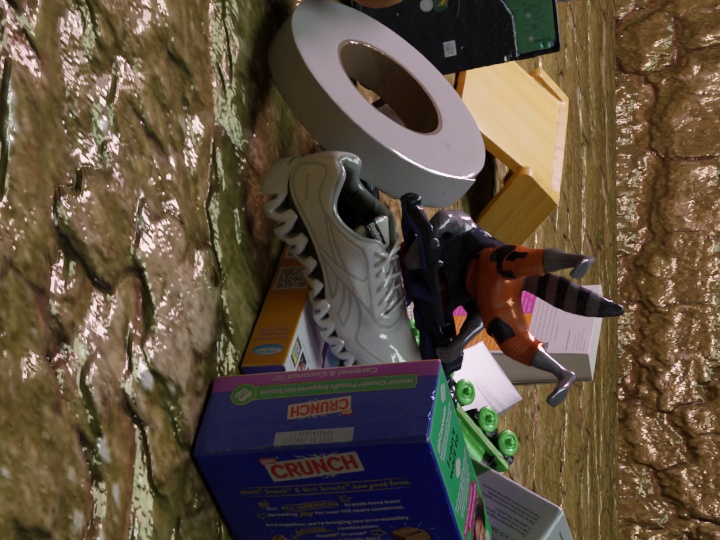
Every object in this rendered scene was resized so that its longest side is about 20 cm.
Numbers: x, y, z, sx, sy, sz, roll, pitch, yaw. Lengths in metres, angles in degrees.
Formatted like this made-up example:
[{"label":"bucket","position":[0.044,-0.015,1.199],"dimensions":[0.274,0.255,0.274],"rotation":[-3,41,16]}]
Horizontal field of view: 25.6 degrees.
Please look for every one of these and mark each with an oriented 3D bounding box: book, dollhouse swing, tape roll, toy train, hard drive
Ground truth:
[{"label":"book","position":[0.141,0.063,1.606],"dimensions":[0.134,0.198,0.048],"rotation":[-67,148,-56]},{"label":"dollhouse swing","position":[0.161,-0.162,2.013],"dimensions":[0.182,0.174,0.201],"rotation":[-50,-159,45]},{"label":"tape roll","position":[0.015,-0.136,1.279],"dimensions":[0.202,0.037,0.204],"rotation":[32,30,-21]},{"label":"toy train","position":[0.059,0.102,1.315],"dimensions":[0.200,0.042,0.057],"rotation":[50,51,-16]},{"label":"hard drive","position":[0.086,-0.258,1.497],"dimensions":[0.038,0.198,0.141],"rotation":[-131,-151,-68]}]

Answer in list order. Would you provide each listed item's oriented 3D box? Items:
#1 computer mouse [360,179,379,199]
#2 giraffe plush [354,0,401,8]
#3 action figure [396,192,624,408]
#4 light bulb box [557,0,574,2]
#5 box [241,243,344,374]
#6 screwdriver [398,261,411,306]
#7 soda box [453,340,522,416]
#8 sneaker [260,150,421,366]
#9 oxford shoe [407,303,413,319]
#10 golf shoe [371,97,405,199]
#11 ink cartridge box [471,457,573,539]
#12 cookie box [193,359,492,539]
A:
[{"label":"computer mouse","position":[-0.005,-0.016,1.401],"dimensions":[0.201,0.045,0.142],"rotation":[82,8,-60]},{"label":"giraffe plush","position":[0.010,-0.283,1.283],"dimensions":[0.163,0.198,0.174],"rotation":[-66,173,-47]},{"label":"action figure","position":[0.101,0.029,1.238],"dimensions":[0.104,0.193,0.202],"rotation":[-28,131,-30]},{"label":"light bulb box","position":[0.273,-0.447,2.152],"dimensions":[0.198,0.198,0.126],"rotation":[14,73,-73]},{"label":"box","position":[-0.045,0.067,1.252],"dimensions":[0.201,0.041,0.120],"rotation":[-70,152,-48]},{"label":"screwdriver","position":[0.032,0.052,1.405],"dimensions":[0.029,0.028,0.201],"rotation":[-59,-166,34]},{"label":"soda box","position":[0.055,0.129,1.382],"dimensions":[0.199,0.063,0.069],"rotation":[-21,73,-51]},{"label":"sneaker","position":[0.000,0.000,1.207],"dimensions":[0.201,0.080,0.075],"rotation":[62,37,-16]},{"label":"oxford shoe","position":[0.045,0.047,1.525],"dimensions":[0.058,0.075,0.200],"rotation":[-53,-165,19]},{"label":"golf shoe","position":[0.021,-0.117,1.466],"dimensions":[0.200,0.087,0.078],"rotation":[109,-30,-72]},{"label":"ink cartridge box","position":[0.054,0.250,1.240],"dimensions":[0.200,0.146,0.083],"rotation":[-50,146,-19]},{"label":"cookie box","position":[-0.006,0.160,1.137],"dimensions":[0.076,0.169,0.201],"rotation":[-81,160,-43]}]
